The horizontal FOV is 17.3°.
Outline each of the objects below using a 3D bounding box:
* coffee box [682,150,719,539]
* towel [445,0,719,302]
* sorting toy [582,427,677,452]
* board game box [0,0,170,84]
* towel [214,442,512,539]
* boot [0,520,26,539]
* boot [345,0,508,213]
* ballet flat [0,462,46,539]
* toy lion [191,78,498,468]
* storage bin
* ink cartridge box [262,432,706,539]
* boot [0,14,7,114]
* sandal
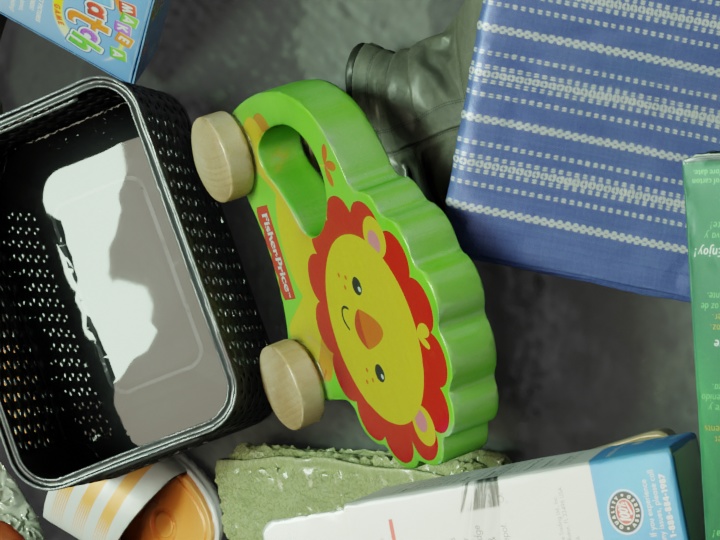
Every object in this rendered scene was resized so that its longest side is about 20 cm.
[{"bbox_3d":[0.194,0.042,1.058,0.044,0.123,0.201,0,96,34],"label":"coffee box"},{"bbox_3d":[0.123,-0.088,1.110,0.144,0.024,0.201,10,105,3],"label":"towel"},{"bbox_3d":[0.096,0.197,1.163,0.199,0.070,0.199,-19,87,19],"label":"sorting toy"},{"bbox_3d":[-0.191,-0.196,1.268,0.200,0.037,0.151,30,149,2],"label":"board game box"},{"bbox_3d":[0.009,0.165,1.271,0.199,0.036,0.149,-2,98,36],"label":"towel"},{"bbox_3d":[-0.149,0.204,1.360,0.200,0.107,0.075,44,152,18],"label":"boot"},{"bbox_3d":[0.042,-0.108,1.180,0.130,0.068,0.201,4,103,39],"label":"boot"},{"bbox_3d":[-0.219,0.182,1.428,0.200,0.072,0.072,52,124,19],"label":"ballet flat"},{"bbox_3d":[0.000,0.000,1.176,0.192,0.068,0.201,-12,96,65],"label":"toy lion"},{"bbox_3d":[-0.142,0.008,1.293,0.135,0.094,0.201,-21,85,12],"label":"storage bin"},{"bbox_3d":[0.065,0.150,1.097,0.199,0.068,0.116,-11,90,19],"label":"ink cartridge box"},{"bbox_3d":[-0.253,-0.144,1.399,0.075,0.073,0.201,21,112,43],"label":"boot"},{"bbox_3d":[-0.168,0.114,1.381,0.206,0.059,0.079,37,118,27],"label":"sandal"}]
